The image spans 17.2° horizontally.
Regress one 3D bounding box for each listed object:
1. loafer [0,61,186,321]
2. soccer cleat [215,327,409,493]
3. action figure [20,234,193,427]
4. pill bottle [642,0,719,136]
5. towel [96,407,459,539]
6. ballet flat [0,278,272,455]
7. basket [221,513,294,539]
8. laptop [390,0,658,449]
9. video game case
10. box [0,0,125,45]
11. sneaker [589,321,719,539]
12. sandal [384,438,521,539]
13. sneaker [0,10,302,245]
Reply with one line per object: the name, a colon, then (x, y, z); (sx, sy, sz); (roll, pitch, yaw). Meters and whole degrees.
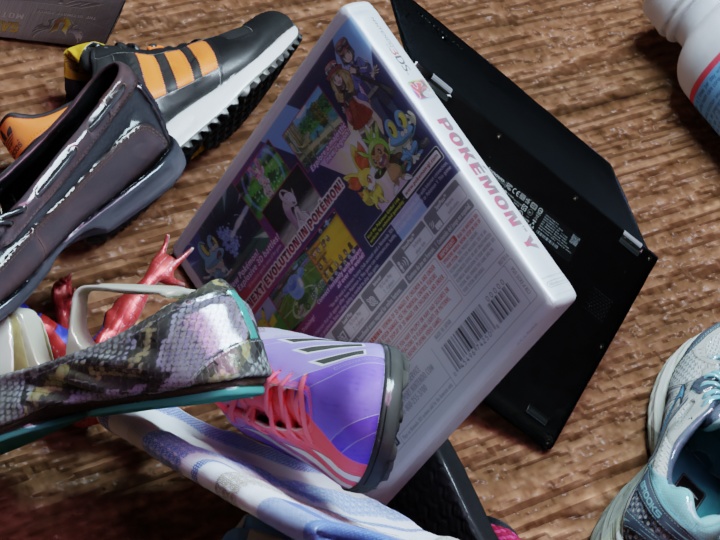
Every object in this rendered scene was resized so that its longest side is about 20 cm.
loafer: (-0.167, -0.027, 1.101); (0.200, 0.072, 0.063); (-39, 121, -34)
soccer cleat: (-0.030, 0.059, 1.092); (0.073, 0.200, 0.069); (13, 89, -14)
action figure: (-0.166, 0.005, 1.170); (0.199, 0.065, 0.099); (33, 56, -3)
pill bottle: (0.267, -0.114, 1.465); (0.108, 0.109, 0.200); (-26, 71, -39)
towel: (-0.022, 0.106, 1.093); (0.146, 0.200, 0.024); (24, 89, -36)
ballet flat: (-0.133, 0.045, 1.086); (0.072, 0.199, 0.072); (47, 35, -49)
basket: (-0.035, 0.218, 1.032); (0.176, 0.139, 0.201); (23, 50, -11)
laptop: (0.059, -0.035, 1.328); (0.187, 0.116, 0.201); (37, 73, -21)
video game case: (0.000, 0.000, 1.174); (0.023, 0.200, 0.183); (-17, 66, -43)
box: (-0.236, -0.207, 1.305); (0.199, 0.048, 0.159); (4, 55, -26)
sneaker: (0.197, 0.093, 1.287); (0.077, 0.086, 0.200); (32, 48, -4)
sandal: (0.065, 0.159, 1.180); (0.045, 0.075, 0.201); (3, 52, -40)
sneaker: (-0.111, -0.101, 1.277); (0.090, 0.070, 0.200); (42, 49, 2)
